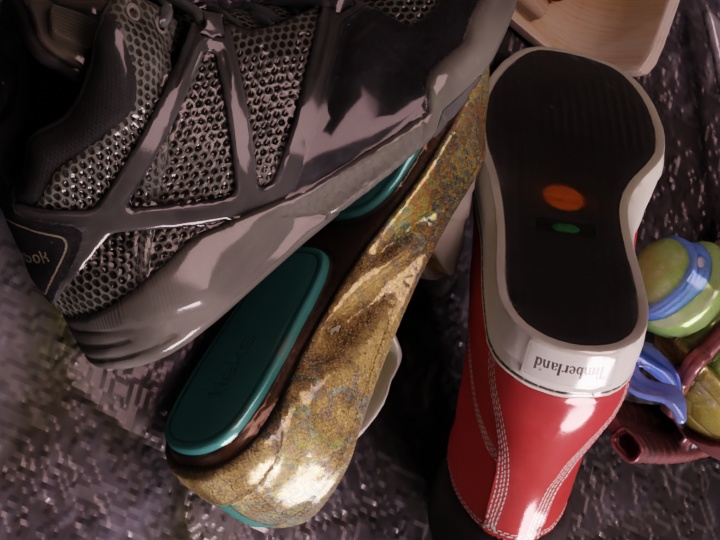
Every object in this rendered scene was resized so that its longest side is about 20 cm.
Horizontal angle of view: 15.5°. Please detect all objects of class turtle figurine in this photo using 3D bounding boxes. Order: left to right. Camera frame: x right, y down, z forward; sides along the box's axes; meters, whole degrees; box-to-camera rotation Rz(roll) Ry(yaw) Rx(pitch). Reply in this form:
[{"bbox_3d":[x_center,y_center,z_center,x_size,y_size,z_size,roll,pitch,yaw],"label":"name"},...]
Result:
[{"bbox_3d":[0.193,0.026,1.033,0.194,0.144,0.200,56,49,-34],"label":"turtle figurine"}]

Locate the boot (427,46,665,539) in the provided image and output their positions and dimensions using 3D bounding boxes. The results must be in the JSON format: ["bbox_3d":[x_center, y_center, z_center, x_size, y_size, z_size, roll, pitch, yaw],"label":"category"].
[{"bbox_3d":[0.061,0.020,0.970,0.200,0.072,0.144,-81,-177,-52],"label":"boot"}]

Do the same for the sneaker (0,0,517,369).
[{"bbox_3d":[-0.038,-0.071,0.850,0.199,0.076,0.114,-40,114,-16],"label":"sneaker"}]

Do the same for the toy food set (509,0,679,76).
[{"bbox_3d":[0.065,-0.183,0.989,0.200,0.060,0.144,37,62,-34],"label":"toy food set"}]

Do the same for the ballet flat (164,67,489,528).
[{"bbox_3d":[0.000,0.000,0.908,0.071,0.071,0.200,42,64,-33],"label":"ballet flat"}]
